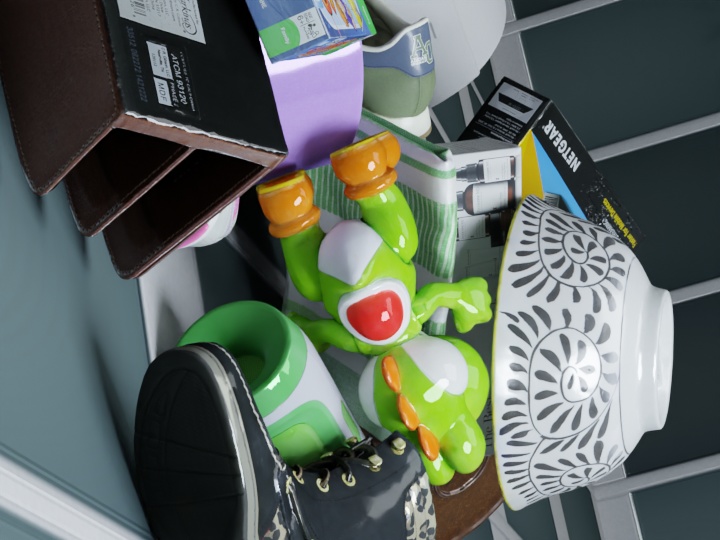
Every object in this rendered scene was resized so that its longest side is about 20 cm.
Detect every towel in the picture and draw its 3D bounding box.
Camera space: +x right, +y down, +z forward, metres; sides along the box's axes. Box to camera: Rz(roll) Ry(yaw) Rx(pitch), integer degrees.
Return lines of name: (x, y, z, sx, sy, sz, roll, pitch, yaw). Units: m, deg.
towel: (0.000, 0.000, 1.205, 0.023, 0.152, 0.202, -13, 120, -40)

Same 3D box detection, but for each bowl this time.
bowl: (0.148, 0.055, 1.214, 0.201, 0.093, 0.203, 3, 90, -74)

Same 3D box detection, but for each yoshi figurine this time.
yoshi figurine: (0.018, 0.025, 1.119, 0.112, 0.112, 0.201, -27, 95, -36)

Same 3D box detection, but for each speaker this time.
speaker: (-0.040, 0.107, 1.112, 0.201, 0.088, 0.089, 63, 16, -46)

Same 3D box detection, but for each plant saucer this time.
plant saucer: (0.062, 0.129, 1.336, 0.034, 0.200, 0.201, 40, -11, 35)

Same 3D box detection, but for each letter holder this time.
letter holder: (-0.135, -0.114, 0.956, 0.100, 0.142, 0.201, 12, 53, -42)

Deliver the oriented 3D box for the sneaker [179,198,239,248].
sneaker: (-0.113, -0.100, 1.085, 0.088, 0.081, 0.202, 51, 32, -73)

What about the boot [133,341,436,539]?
boot: (-0.035, 0.110, 1.008, 0.153, 0.073, 0.205, -33, 117, -46)

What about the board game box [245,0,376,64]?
board game box: (-0.055, -0.206, 0.973, 0.135, 0.034, 0.202, -40, 108, -77)

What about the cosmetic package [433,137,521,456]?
cosmetic package: (0.059, 0.021, 1.226, 0.051, 0.082, 0.202, -155, -120, -62)

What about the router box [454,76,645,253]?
router box: (0.111, -0.020, 1.342, 0.051, 0.150, 0.200, 32, -8, 38)

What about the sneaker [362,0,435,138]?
sneaker: (-0.027, -0.166, 1.238, 0.067, 0.200, 0.090, -32, 145, -38)

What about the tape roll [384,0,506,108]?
tape roll: (0.001, -0.228, 1.487, 0.204, 0.201, 0.140, -95, 165, -44)

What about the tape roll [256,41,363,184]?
tape roll: (-0.070, -0.154, 1.140, 0.200, 0.065, 0.201, 50, -31, 45)
